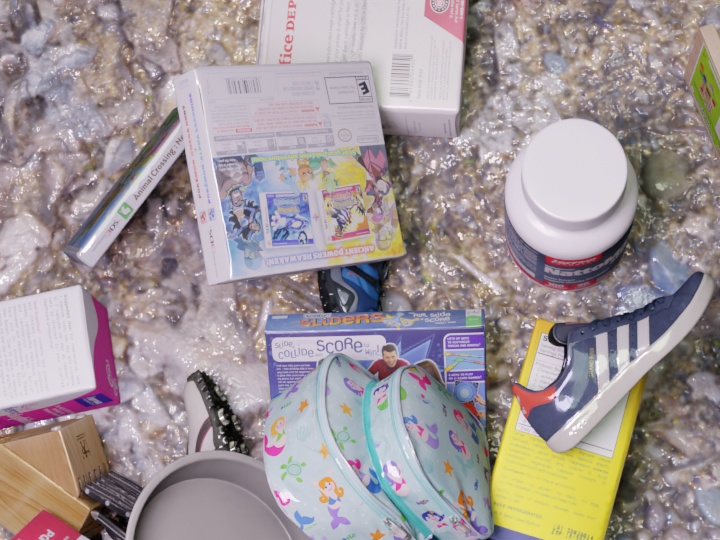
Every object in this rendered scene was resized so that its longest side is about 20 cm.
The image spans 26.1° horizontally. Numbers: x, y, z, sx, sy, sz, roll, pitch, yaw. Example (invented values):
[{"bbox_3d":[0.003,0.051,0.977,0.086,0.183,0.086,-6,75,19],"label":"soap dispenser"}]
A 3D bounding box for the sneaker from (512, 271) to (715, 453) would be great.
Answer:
[{"bbox_3d":[0.210,0.058,1.310,0.200,0.075,0.085,-44,82,-6],"label":"sneaker"}]

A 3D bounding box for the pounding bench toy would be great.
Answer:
[{"bbox_3d":[0.412,-0.138,1.425,0.154,0.124,0.202,-19,75,1],"label":"pounding bench toy"}]

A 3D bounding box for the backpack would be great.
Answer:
[{"bbox_3d":[0.015,0.168,1.314,0.199,0.178,0.150,38,119,-24],"label":"backpack"}]

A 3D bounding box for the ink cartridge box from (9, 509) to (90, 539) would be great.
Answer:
[{"bbox_3d":[-0.236,0.331,1.363,0.199,0.083,0.146,31,124,12],"label":"ink cartridge box"}]

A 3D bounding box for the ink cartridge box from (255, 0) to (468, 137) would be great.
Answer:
[{"bbox_3d":[0.002,-0.211,1.506,0.197,0.085,0.147,4,77,5],"label":"ink cartridge box"}]

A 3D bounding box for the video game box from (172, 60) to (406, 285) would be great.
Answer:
[{"bbox_3d":[-0.060,-0.089,1.374,0.198,0.047,0.184,-8,84,-39],"label":"video game box"}]

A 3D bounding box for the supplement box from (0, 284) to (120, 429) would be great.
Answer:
[{"bbox_3d":[-0.338,0.090,1.458,0.198,0.101,0.105,-13,76,3],"label":"supplement box"}]

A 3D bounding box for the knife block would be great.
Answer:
[{"bbox_3d":[-0.277,0.231,1.431,0.198,0.064,0.178,-14,93,21],"label":"knife block"}]

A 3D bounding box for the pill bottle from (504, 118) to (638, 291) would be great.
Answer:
[{"bbox_3d":[0.187,-0.060,1.390,0.118,0.200,0.121,-1,76,6],"label":"pill bottle"}]

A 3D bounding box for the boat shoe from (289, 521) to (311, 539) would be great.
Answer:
[{"bbox_3d":[-0.009,0.276,1.402,0.072,0.072,0.201,-31,72,10],"label":"boat shoe"}]

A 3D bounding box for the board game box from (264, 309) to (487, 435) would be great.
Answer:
[{"bbox_3d":[0.016,0.105,1.413,0.197,0.035,0.137,-1,115,4],"label":"board game box"}]

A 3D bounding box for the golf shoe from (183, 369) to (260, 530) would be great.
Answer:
[{"bbox_3d":[-0.142,0.192,1.428,0.087,0.077,0.202,-19,75,7],"label":"golf shoe"}]

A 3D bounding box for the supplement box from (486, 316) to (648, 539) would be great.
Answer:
[{"bbox_3d":[0.180,0.159,1.384,0.108,0.110,0.202,16,79,8],"label":"supplement box"}]

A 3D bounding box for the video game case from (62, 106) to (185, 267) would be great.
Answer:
[{"bbox_3d":[-0.209,-0.082,1.442,0.022,0.200,0.183,38,82,-13],"label":"video game case"}]

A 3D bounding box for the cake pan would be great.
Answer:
[{"bbox_3d":[-0.116,0.255,1.323,0.198,0.037,0.202,16,58,-28],"label":"cake pan"}]

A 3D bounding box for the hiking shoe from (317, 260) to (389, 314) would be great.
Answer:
[{"bbox_3d":[0.000,0.000,1.461,0.086,0.074,0.202,-20,82,-11],"label":"hiking shoe"}]
